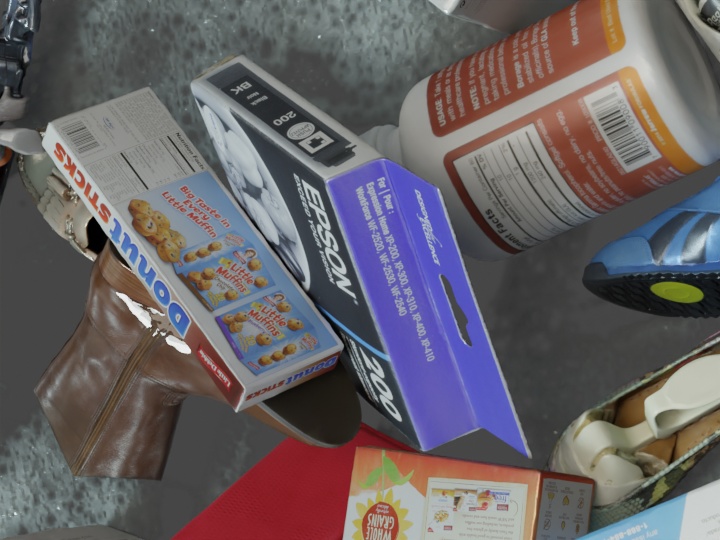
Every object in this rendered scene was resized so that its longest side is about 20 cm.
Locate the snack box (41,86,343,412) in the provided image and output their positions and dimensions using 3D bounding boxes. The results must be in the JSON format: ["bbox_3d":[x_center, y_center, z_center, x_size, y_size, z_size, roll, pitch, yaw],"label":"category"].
[{"bbox_3d":[-0.094,-0.015,1.596,0.200,0.072,0.024,53,143,21],"label":"snack box"}]

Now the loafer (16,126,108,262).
[{"bbox_3d":[-0.135,-0.026,1.720,0.200,0.063,0.072,38,102,21],"label":"loafer"}]

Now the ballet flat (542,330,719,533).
[{"bbox_3d":[0.163,0.084,1.577,0.200,0.071,0.069,-37,68,18],"label":"ballet flat"}]

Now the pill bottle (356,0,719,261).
[{"bbox_3d":[0.094,-0.074,1.594,0.199,0.112,0.113,-25,78,21],"label":"pill bottle"}]

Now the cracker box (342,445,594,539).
[{"bbox_3d":[0.049,0.204,1.579,0.133,0.058,0.201,5,85,41],"label":"cracker box"}]

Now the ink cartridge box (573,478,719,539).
[{"bbox_3d":[0.224,0.210,1.502,0.146,0.146,0.201,-24,78,20],"label":"ink cartridge box"}]

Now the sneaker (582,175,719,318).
[{"bbox_3d":[0.207,-0.025,1.559,0.199,0.066,0.079,-14,60,43],"label":"sneaker"}]

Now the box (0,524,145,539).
[{"bbox_3d":[-0.110,0.225,1.660,0.199,0.124,0.098,17,97,24],"label":"box"}]

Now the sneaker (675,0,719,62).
[{"bbox_3d":[0.229,-0.114,1.555,0.076,0.080,0.200,-45,73,14],"label":"sneaker"}]

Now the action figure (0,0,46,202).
[{"bbox_3d":[-0.249,-0.083,1.724,0.193,0.104,0.201,38,116,62],"label":"action figure"}]

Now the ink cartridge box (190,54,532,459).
[{"bbox_3d":[0.000,0.000,1.560,0.043,0.199,0.200,-34,39,-17],"label":"ink cartridge box"}]

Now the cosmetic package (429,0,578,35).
[{"bbox_3d":[0.019,-0.209,1.614,0.200,0.151,0.052,40,101,20],"label":"cosmetic package"}]

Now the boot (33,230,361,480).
[{"bbox_3d":[-0.100,0.083,1.669,0.186,0.064,0.200,41,139,10],"label":"boot"}]

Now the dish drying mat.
[{"bbox_3d":[-0.052,0.148,1.619,0.077,0.200,0.018,25,136,28],"label":"dish drying mat"}]
